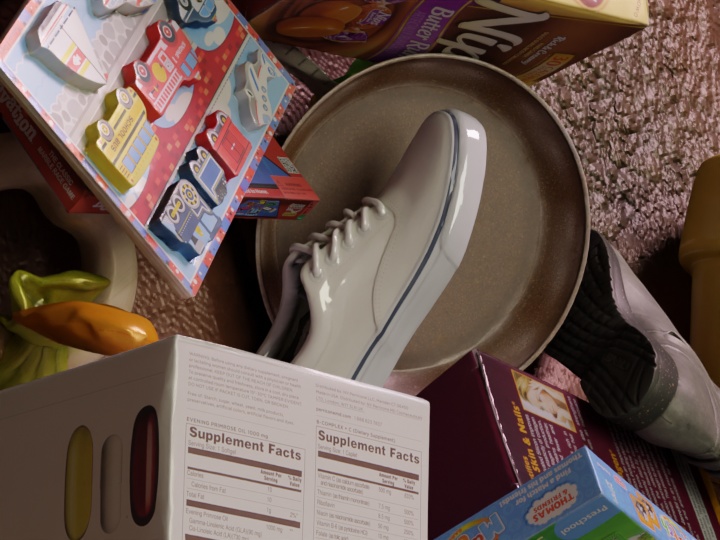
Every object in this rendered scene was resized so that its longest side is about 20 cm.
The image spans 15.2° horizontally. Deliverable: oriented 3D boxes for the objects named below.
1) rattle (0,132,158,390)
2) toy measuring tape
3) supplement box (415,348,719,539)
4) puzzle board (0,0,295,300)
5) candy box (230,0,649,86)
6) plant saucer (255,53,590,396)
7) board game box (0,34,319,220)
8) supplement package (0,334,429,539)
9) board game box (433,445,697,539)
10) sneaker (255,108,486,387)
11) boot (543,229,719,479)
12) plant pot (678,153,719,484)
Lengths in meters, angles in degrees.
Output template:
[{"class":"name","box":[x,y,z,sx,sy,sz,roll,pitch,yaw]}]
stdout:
[{"class":"rattle","box":[-0.132,-0.045,1.324,0.130,0.143,0.200,34,60,-9]},{"class":"toy measuring tape","box":[-0.002,-0.117,1.514,0.200,0.073,0.074,39,54,-28]},{"class":"supplement box","box":[0.114,0.138,1.503,0.200,0.086,0.110,26,34,-39]},{"class":"puzzle board","box":[-0.100,-0.098,1.322,0.151,0.017,0.200,52,31,-21]},{"class":"candy box","box":[0.043,-0.153,1.445,0.200,0.117,0.057,7,71,-34]},{"class":"plant saucer","box":[0.032,-0.021,1.490,0.200,0.032,0.201,-4,100,-20]},{"class":"board game box","box":[-0.107,-0.070,1.355,0.103,0.019,0.200,53,25,21]},{"class":"supplement package","box":[-0.091,0.115,1.264,0.156,0.200,0.111,17,66,-39]},{"class":"board game box","box":[0.112,0.183,1.439,0.200,0.151,0.037,39,24,-45]},{"class":"sneaker","box":[0.000,0.000,1.425,0.071,0.073,0.200,26,90,-27]},{"class":"boot","box":[0.177,0.064,1.569,0.131,0.068,0.200,34,16,-26]},{"class":"plant pot","box":[0.285,0.045,1.661,0.201,0.201,0.189,23,77,-37]}]
